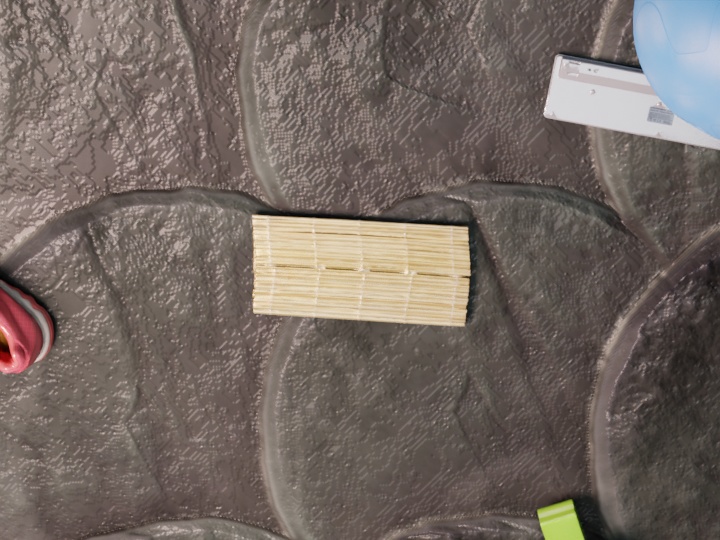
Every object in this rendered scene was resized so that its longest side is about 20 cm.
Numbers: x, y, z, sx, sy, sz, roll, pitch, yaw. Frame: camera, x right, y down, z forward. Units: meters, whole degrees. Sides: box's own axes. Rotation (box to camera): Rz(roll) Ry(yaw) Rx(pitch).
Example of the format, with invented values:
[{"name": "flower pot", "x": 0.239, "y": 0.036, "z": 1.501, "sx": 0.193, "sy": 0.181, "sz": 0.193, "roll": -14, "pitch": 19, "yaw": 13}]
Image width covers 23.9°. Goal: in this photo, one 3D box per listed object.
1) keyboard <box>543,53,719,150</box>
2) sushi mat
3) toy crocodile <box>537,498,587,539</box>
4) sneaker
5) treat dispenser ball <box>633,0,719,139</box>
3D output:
[{"name": "keyboard", "x": 0.260, "y": -0.141, "z": 1.466, "sx": 0.198, "sy": 0.011, "sz": 0.057, "roll": 11, "pitch": 114, "yaw": 1}, {"name": "sushi mat", "x": 0.000, "y": 0.000, "z": 1.530, "sx": 0.198, "sy": 0.012, "sz": 0.097, "roll": 4, "pitch": 107, "yaw": 3}, {"name": "toy crocodile", "x": 0.215, "y": 0.307, "z": 1.598, "sx": 0.067, "sy": 0.062, "sz": 0.201, "roll": -22, "pitch": 101, "yaw": 10}, {"name": "sneaker", "x": -0.363, "y": 0.018, "z": 1.526, "sx": 0.200, "sy": 0.087, "sz": 0.074, "roll": 39, "pitch": 106, "yaw": -9}, {"name": "treat dispenser ball", "x": 0.315, "y": -0.200, "z": 1.339, "sx": 0.199, "sy": 0.201, "sz": 0.203, "roll": 1, "pitch": 109, "yaw": 4}]
